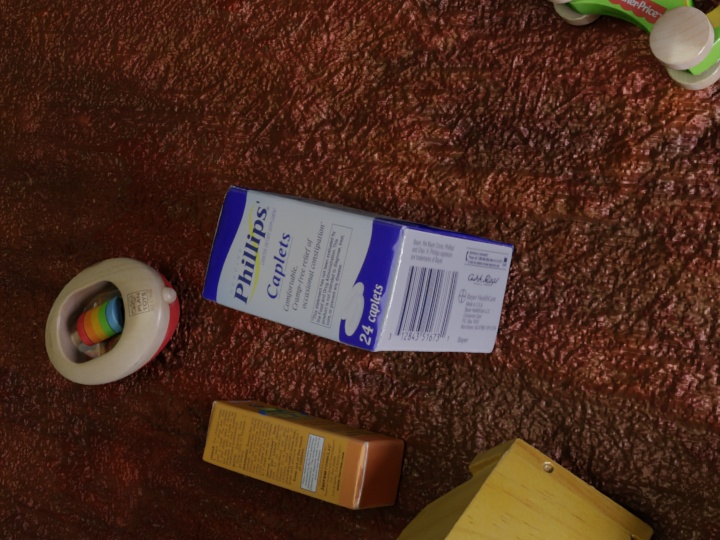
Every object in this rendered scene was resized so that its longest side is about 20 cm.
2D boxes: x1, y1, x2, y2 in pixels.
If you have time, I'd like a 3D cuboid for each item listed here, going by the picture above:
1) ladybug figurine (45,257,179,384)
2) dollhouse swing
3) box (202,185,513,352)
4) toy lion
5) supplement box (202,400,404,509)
[{"bbox_3d":[-0.272,0.058,1.209,0.200,0.072,0.136,-18,73,34],"label":"ladybug figurine"},{"bbox_3d":[0.094,0.270,0.863,0.182,0.200,0.176,33,143,13],"label":"dollhouse swing"},{"bbox_3d":[0.000,0.000,0.946,0.200,0.184,0.105,14,94,36],"label":"box"},{"bbox_3d":[0.251,-0.274,0.877,0.200,0.069,0.192,41,101,32],"label":"toy lion"},{"bbox_3d":[-0.059,0.175,1.042,0.200,0.066,0.069,7,88,36],"label":"supplement box"}]
